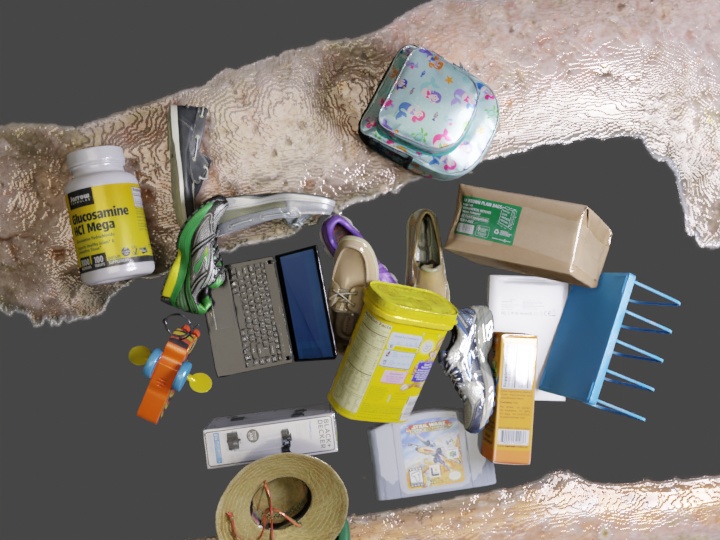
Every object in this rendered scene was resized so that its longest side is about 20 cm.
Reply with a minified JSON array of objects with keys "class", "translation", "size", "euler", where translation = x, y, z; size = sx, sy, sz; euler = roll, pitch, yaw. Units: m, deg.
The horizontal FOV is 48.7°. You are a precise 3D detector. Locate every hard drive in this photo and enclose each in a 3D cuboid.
[{"class":"hard drive","translation":[0.271,0.110,1.301],"size":[0.131,0.026,0.201],"euler":[2,89,-3]}]

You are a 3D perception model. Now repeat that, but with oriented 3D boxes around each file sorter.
[{"class":"file sorter","translation":[0.392,0.117,1.241],"size":[0.122,0.139,0.201],"euler":[22,83,-18]}]

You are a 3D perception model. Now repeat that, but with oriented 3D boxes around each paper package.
[{"class":"paper package","translation":[0.254,-0.050,1.195],"size":[0.199,0.190,0.104],"euler":[14,89,28]}]

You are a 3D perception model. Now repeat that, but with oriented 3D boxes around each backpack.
[{"class":"backpack","translation":[0.115,-0.240,1.246],"size":[0.199,0.151,0.178],"euler":[29,86,-7]}]

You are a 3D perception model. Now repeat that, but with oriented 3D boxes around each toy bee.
[{"class":"toy bee","translation":[-0.284,0.140,1.247],"size":[0.131,0.109,0.200],"euler":[44,112,-9]}]

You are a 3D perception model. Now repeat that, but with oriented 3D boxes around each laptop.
[{"class":"laptop","translation":[-0.149,0.067,1.243],"size":[0.199,0.103,0.178],"euler":[-11,89,-3]}]

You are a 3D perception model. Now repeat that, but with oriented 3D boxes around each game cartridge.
[{"class":"game cartridge","translation":[0.114,0.291,1.287],"size":[0.199,0.042,0.134],"euler":[-8,93,-3]}]

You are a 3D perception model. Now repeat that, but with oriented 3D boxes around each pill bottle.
[{"class":"pill bottle","translation":[-0.391,-0.085,1.229],"size":[0.112,0.112,0.201],"euler":[-12,89,-3]}]

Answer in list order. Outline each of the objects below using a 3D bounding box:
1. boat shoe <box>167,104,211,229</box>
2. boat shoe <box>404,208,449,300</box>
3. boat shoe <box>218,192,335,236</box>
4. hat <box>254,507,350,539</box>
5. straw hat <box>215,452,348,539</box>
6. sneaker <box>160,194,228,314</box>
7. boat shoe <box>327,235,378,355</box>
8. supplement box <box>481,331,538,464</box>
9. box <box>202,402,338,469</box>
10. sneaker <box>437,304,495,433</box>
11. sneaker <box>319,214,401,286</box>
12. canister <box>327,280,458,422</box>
[{"class":"boat shoe","translation":[-0.267,-0.161,1.259],"size":[0.067,0.072,0.201],"euler":[-3,94,-24]},{"class":"boat shoe","translation":[0.106,0.002,1.269],"size":[0.071,0.076,0.201],"euler":[-9,92,-6]},{"class":"boat shoe","translation":[-0.139,-0.090,1.264],"size":[0.201,0.074,0.065],"euler":[-3,95,1]},{"class":"hat","translation":[-0.108,0.471,1.281],"size":[0.165,0.176,0.200],"euler":[22,54,13]},{"class":"straw hat","translation":[-0.122,0.339,1.196],"size":[0.200,0.085,0.202],"euler":[-3,108,-8]},{"class":"sneaker","translation":[-0.239,-0.024,1.235],"size":[0.085,0.078,0.201],"euler":[24,112,6]},{"class":"boat shoe","translation":[-0.017,0.042,1.219],"size":[0.072,0.065,0.201],"euler":[15,126,11]},{"class":"supplement box","translation":[0.234,0.198,1.249],"size":[0.068,0.067,0.201],"euler":[6,88,-8]},{"class":"box","translation":[-0.135,0.254,1.234],"size":[0.199,0.117,0.061],"euler":[-8,89,-4]},{"class":"sneaker","translation":[0.160,0.154,1.253],"size":[0.085,0.077,0.201],"euler":[2,77,-11]},{"class":"sneaker","translation":[0.000,0.000,1.262],"size":[0.081,0.083,0.200],"euler":[-38,92,-3]},{"class":"canister","translation":[0.045,0.129,1.217],"size":[0.148,0.087,0.201],"euler":[11,111,-31]}]
